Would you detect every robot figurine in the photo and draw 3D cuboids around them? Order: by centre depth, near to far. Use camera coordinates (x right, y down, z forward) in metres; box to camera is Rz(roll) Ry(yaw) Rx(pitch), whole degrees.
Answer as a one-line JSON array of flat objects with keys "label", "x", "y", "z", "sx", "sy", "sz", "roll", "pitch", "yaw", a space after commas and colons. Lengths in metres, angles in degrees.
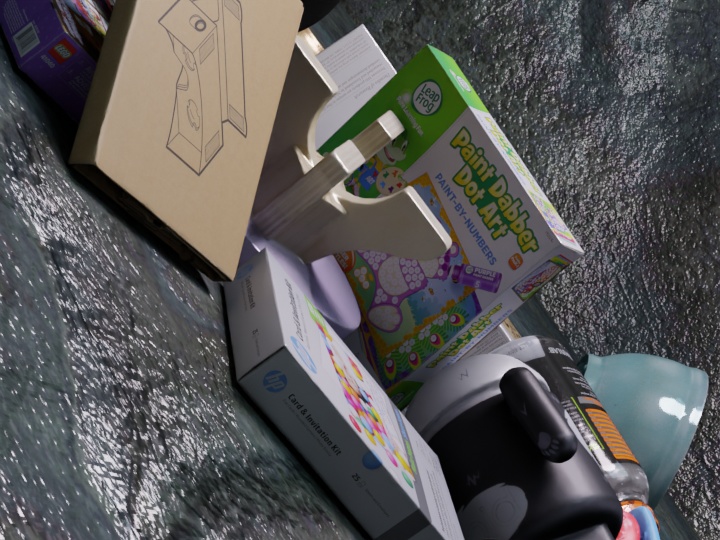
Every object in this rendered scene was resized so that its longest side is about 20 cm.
[{"label": "robot figurine", "x": 0.110, "y": 0.154, "z": 1.365, "sx": 0.124, "sy": 0.150, "sz": 0.201, "roll": 22, "pitch": 31, "yaw": -51}]

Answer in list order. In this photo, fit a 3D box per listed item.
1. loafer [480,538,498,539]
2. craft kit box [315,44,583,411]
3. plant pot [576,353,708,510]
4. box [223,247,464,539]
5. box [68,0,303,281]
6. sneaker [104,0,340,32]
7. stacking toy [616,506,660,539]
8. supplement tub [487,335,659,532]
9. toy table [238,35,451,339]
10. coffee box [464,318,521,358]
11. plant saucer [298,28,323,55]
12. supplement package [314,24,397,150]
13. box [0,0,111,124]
[{"label": "loafer", "x": 0.124, "y": 0.255, "z": 1.213, "sx": 0.071, "sy": 0.073, "sz": 0.201, "roll": 42, "pitch": 14, "yaw": -47}, {"label": "craft kit box", "x": 0.037, "y": -0.028, "z": 1.431, "sx": 0.048, "sy": 0.197, "sz": 0.201, "roll": 22, "pitch": 31, "yaw": -57}, {"label": "plant pot", "x": 0.289, "y": 0.175, "z": 2.185, "sx": 0.133, "sy": 0.202, "sz": 0.200, "roll": 27, "pitch": 10, "yaw": -1}, {"label": "box", "x": -0.010, "y": 0.096, "z": 1.217, "sx": 0.200, "sy": 0.041, "sz": 0.156, "roll": 50, "pitch": 9, "yaw": -21}, {"label": "box", "x": -0.102, "y": -0.118, "z": 1.183, "sx": 0.163, "sy": 0.021, "sz": 0.202, "roll": 42, "pitch": 55, "yaw": -52}, {"label": "sneaker", "x": -0.099, "y": -0.211, "z": 1.313, "sx": 0.200, "sy": 0.067, "sz": 0.108, "roll": -21, "pitch": 66, "yaw": -44}, {"label": "stacking toy", "x": 0.130, "y": 0.193, "z": 1.492, "sx": 0.199, "sy": 0.116, "sz": 0.110, "roll": 38, "pitch": 18, "yaw": -15}, {"label": "supplement tub", "x": 0.171, "y": 0.167, "z": 1.677, "sx": 0.123, "sy": 0.122, "sz": 0.201, "roll": 43, "pitch": 15, "yaw": -54}, {"label": "toy table", "x": -0.036, "y": -0.060, "z": 1.355, "sx": 0.200, "sy": 0.117, "sz": 0.184, "roll": 48, "pitch": 19, "yaw": -13}, {"label": "coffee box", "x": 0.114, "y": 0.078, "z": 1.860, "sx": 0.201, "sy": 0.080, "sz": 0.113, "roll": 55, "pitch": 7, "yaw": 6}, {"label": "plant saucer", "x": -0.073, "y": -0.264, "z": 2.335, "sx": 0.201, "sy": 0.035, "sz": 0.200, "roll": 53, "pitch": 9, "yaw": -12}, {"label": "supplement package", "x": 0.004, "y": -0.084, "z": 1.649, "sx": 0.201, "sy": 0.119, "sz": 0.121, "roll": 55, "pitch": -12, "yaw": 3}, {"label": "box", "x": -0.187, "y": -0.159, "z": 1.230, "sx": 0.137, "sy": 0.039, "sz": 0.201, "roll": 47, "pitch": 11, "yaw": -47}]
